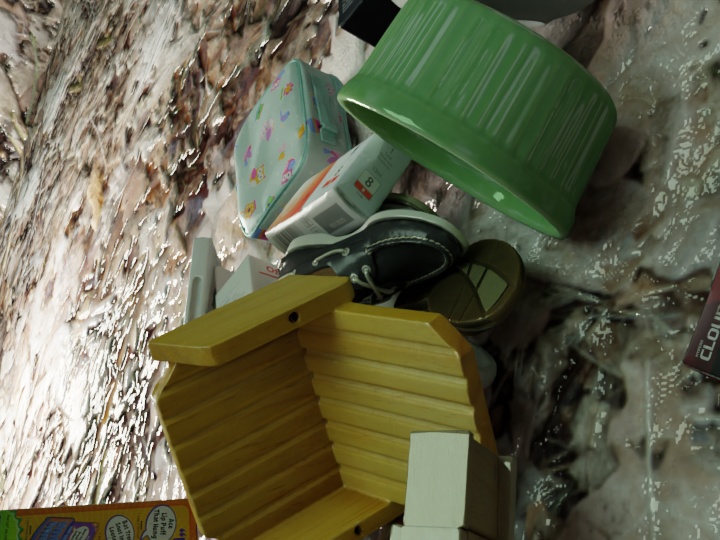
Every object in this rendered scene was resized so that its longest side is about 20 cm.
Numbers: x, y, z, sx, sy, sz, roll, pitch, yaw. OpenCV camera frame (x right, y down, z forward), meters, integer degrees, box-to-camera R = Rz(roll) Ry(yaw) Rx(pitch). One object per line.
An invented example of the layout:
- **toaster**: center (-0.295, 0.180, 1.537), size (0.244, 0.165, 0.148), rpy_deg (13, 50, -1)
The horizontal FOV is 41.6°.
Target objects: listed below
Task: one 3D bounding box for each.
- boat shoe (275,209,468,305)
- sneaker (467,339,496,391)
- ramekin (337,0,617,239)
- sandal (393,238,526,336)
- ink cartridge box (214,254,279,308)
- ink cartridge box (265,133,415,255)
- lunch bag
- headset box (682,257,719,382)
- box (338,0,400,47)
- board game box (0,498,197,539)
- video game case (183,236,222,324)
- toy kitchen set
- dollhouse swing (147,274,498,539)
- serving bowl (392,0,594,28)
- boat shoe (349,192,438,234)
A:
- **boat shoe**: center (0.000, 0.000, 0.775), size (0.198, 0.074, 0.061), rpy_deg (-7, 46, 42)
- **sneaker**: center (0.033, 0.097, 0.784), size (0.199, 0.074, 0.106), rpy_deg (17, 98, 55)
- **ramekin**: center (0.090, -0.117, 0.699), size (0.099, 0.199, 0.200), rpy_deg (-58, 32, 2)
- **sandal**: center (0.085, 0.022, 0.759), size (0.081, 0.054, 0.200), rpy_deg (-51, 12, -12)
- **ink cartridge box**: center (-0.074, 0.062, 0.927), size (0.068, 0.114, 0.202), rpy_deg (-48, 37, 30)
- **ink cartridge box**: center (0.007, -0.110, 0.872), size (0.201, 0.050, 0.162), rpy_deg (-59, 16, -25)
- **lunch bag**: center (-0.074, -0.132, 1.078), size (0.160, 0.076, 0.202), rpy_deg (-45, 39, 33)
- **headset box**: center (0.262, 0.009, 0.461), size (0.199, 0.074, 0.151), rpy_deg (22, 92, 59)
- **box**: center (0.068, -0.347, 0.948), size (0.200, 0.103, 0.184), rpy_deg (-40, 42, 39)
- **board game box**: center (-0.250, 0.358, 0.890), size (0.201, 0.196, 0.202), rpy_deg (101, 164, -47)
- **video game case**: center (-0.157, 0.095, 1.015), size (0.201, 0.023, 0.185), rpy_deg (83, -173, -60)
- **toy kitchen set**: center (0.126, 0.213, 0.555), size (0.178, 0.163, 0.203), rpy_deg (-5, 65, 26)
- **dollhouse swing**: center (-0.024, 0.128, 0.687), size (0.175, 0.180, 0.203), rpy_deg (20, 129, 57)
- **serving bowl**: center (0.106, -0.228, 0.752), size (0.199, 0.197, 0.067), rpy_deg (16, 108, 59)
- **boat shoe**: center (0.008, -0.014, 0.871), size (0.069, 0.074, 0.200), rpy_deg (-58, 15, -22)
